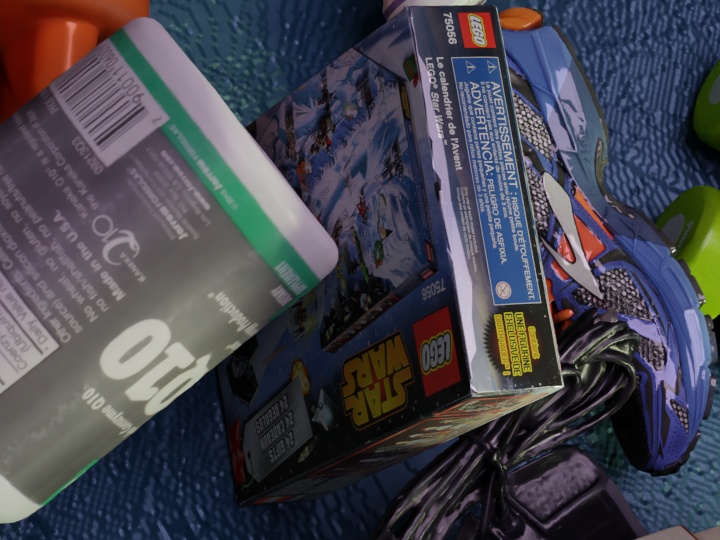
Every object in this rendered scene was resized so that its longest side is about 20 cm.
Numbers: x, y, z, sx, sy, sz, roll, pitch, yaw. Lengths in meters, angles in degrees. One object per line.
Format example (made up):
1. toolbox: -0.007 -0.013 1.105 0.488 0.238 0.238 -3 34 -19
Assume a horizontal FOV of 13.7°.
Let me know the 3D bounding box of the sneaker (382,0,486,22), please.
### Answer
1. sneaker: 0.043 -0.181 1.249 0.114 0.073 0.201 44 51 -5

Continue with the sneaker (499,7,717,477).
1. sneaker: 0.075 -0.004 1.216 0.078 0.075 0.200 -23 79 -21

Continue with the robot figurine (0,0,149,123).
1. robot figurine: -0.133 -0.146 1.119 0.143 0.117 0.201 -6 74 15

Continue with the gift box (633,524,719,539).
1. gift box: 0.183 0.208 1.118 0.186 0.184 0.201 -13 121 -32

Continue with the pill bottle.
1. pill bottle: -0.116 0.014 1.043 0.200 0.113 0.113 -39 95 1

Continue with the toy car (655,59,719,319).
1. toy car: 0.241 -0.025 1.223 0.164 0.200 0.158 30 64 -16

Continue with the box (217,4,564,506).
1. box: 0.000 0.000 1.093 0.040 0.200 0.137 -3 77 -27

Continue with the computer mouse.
1. computer mouse: 0.074 0.112 1.148 0.138 0.053 0.200 -44 132 -15
